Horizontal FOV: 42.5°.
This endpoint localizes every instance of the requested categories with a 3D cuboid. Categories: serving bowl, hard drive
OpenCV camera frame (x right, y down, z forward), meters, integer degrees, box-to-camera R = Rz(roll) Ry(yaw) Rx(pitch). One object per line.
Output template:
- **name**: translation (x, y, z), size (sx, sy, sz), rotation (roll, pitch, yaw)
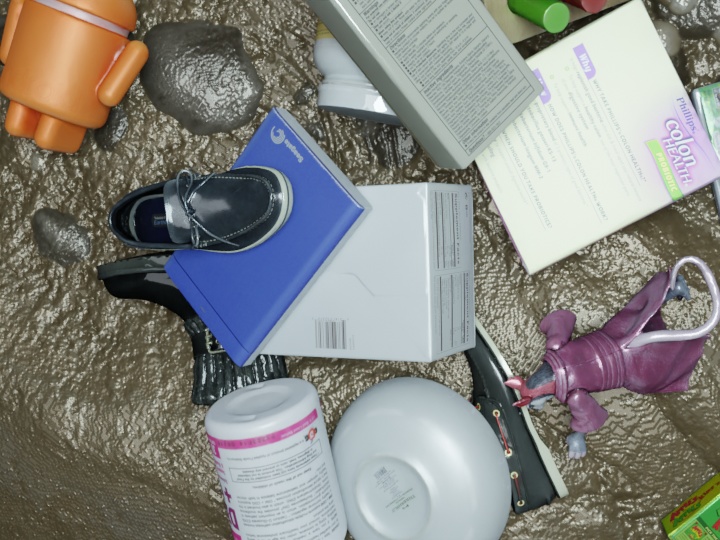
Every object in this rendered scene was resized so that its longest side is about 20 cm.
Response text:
- **serving bowl**: translation (0.046, 0.211, 0.910), size (0.197, 0.065, 0.205), rotation (6, 102, 29)
- **hard drive**: translation (-0.092, -0.029, 0.859), size (0.132, 0.025, 0.201), rotation (48, 114, 19)

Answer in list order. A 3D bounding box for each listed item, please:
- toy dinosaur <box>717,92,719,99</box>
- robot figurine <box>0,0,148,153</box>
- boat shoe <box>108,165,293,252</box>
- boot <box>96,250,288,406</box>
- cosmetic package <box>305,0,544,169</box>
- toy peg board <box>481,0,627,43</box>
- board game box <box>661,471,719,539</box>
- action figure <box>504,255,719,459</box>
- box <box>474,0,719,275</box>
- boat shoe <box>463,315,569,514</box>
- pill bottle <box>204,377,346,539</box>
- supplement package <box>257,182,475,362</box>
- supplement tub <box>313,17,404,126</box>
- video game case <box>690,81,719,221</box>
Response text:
- **toy dinosaur**: translation (0.421, -0.115, 0.828), size (0.196, 0.086, 0.139), rotation (8, 102, 15)
- **robot figurine**: translation (-0.298, -0.226, 0.954), size (0.143, 0.115, 0.204), rotation (29, 101, 52)
- **boat shoe**: translation (-0.149, -0.052, 0.842), size (0.197, 0.062, 0.076), rotation (-5, 88, 30)
- **boot**: translation (-0.176, 0.062, 0.966), size (0.206, 0.079, 0.162), rotation (1, 93, 10)
- **cosmetic package**: translation (0.050, -0.194, 0.776), size (0.103, 0.073, 0.201), rotation (-42, 105, -6)
- **toy peg board**: translation (0.196, -0.309, 0.791), size (0.196, 0.098, 0.203), rotation (-20, 120, -5)
- **board game box**: translation (0.398, 0.294, 0.892), size (0.101, 0.048, 0.201), rotation (-42, 86, 9)
- **action figure**: translation (0.230, 0.089, 0.858), size (0.197, 0.149, 0.136), rotation (-19, 77, -14)
- **box**: translation (0.209, -0.122, 0.878), size (0.197, 0.097, 0.178), rotation (-27, 88, 11)
- **boat shoe**: translation (0.138, 0.143, 0.917), size (0.062, 0.074, 0.204), rotation (-24, 93, 2)
- **pill bottle**: translation (-0.075, 0.219, 0.895), size (0.111, 0.113, 0.204), rotation (-10, 103, 10)
- **supplement package**: translation (0.000, 0.000, 0.887), size (0.197, 0.110, 0.159), rotation (0, 94, 30)
- **supplement tub**: translation (0.032, -0.247, 0.877), size (0.142, 0.145, 0.204), rotation (10, 95, 9)
- **video game case**: translation (0.427, -0.097, 0.877), size (0.178, 0.022, 0.204), rotation (-14, 91, 11)
